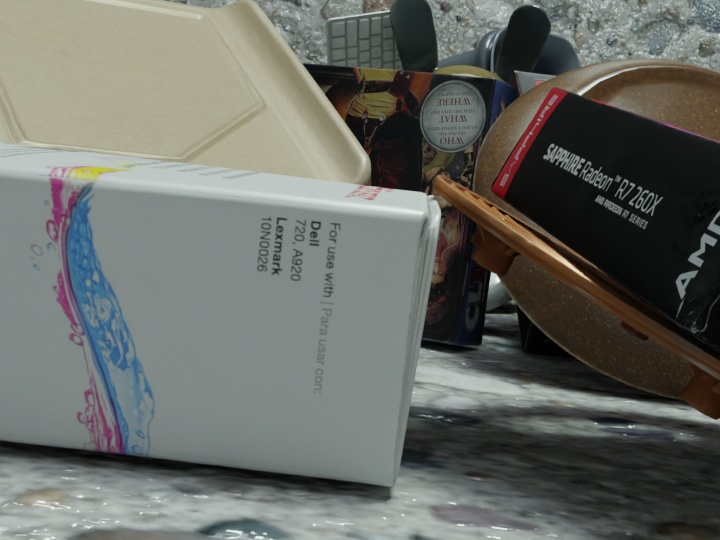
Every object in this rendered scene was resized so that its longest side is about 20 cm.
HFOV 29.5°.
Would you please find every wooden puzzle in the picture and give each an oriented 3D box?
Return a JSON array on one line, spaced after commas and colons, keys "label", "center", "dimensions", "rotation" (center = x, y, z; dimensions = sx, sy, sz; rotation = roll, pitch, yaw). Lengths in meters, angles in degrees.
[{"label": "wooden puzzle", "center": [-0.117, -0.087, 0.663], "dimensions": [0.199, 0.037, 0.185], "rotation": [-1, 37, -29]}]

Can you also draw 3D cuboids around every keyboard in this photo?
[{"label": "keyboard", "center": [0.005, -0.089, 0.973], "dimensions": [0.056, 0.201, 0.011], "rotation": [-14, 35, -18]}]

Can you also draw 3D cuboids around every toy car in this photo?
[{"label": "toy car", "center": [0.069, -0.083, 0.921], "dimensions": [0.164, 0.201, 0.158], "rotation": [5, 5, -6]}]

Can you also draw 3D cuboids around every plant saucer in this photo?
[{"label": "plant saucer", "center": [0.154, -0.034, 0.647], "dimensions": [0.199, 0.201, 0.037], "rotation": [5, -36, -7]}]

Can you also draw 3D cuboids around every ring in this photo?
[{"label": "ring", "center": [0.108, 0.026, 0.473], "dimensions": [0.200, 0.019, 0.200], "rotation": [30, 7, -4]}]

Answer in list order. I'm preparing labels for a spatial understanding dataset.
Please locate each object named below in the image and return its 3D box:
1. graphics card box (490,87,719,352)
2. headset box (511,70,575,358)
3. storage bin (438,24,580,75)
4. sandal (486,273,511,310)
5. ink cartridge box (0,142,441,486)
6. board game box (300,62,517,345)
[{"label": "graphics card box", "center": [0.123, 0.002, 0.422], "dimensions": [0.125, 0.051, 0.200], "rotation": [30, 8, -13]}, {"label": "headset box", "center": [0.157, -0.035, 0.755], "dimensions": [0.148, 0.077, 0.200], "rotation": [7, 36, -4]}, {"label": "storage bin", "center": [0.100, -0.088, 1.126], "dimensions": [0.134, 0.201, 0.145], "rotation": [-2, -1, 42]}, {"label": "sandal", "center": [0.003, -0.006, 0.819], "dimensions": [0.202, 0.083, 0.050], "rotation": [9, -36, 25]}, {"label": "ink cartridge box", "center": [-0.077, 0.006, 0.456], "dimensions": [0.199, 0.084, 0.145], "rotation": [7, 6, 2]}, {"label": "board game box", "center": [-0.022, -0.042, 0.736], "dimensions": [0.199, 0.136, 0.035], "rotation": [8, 2, 28]}]
